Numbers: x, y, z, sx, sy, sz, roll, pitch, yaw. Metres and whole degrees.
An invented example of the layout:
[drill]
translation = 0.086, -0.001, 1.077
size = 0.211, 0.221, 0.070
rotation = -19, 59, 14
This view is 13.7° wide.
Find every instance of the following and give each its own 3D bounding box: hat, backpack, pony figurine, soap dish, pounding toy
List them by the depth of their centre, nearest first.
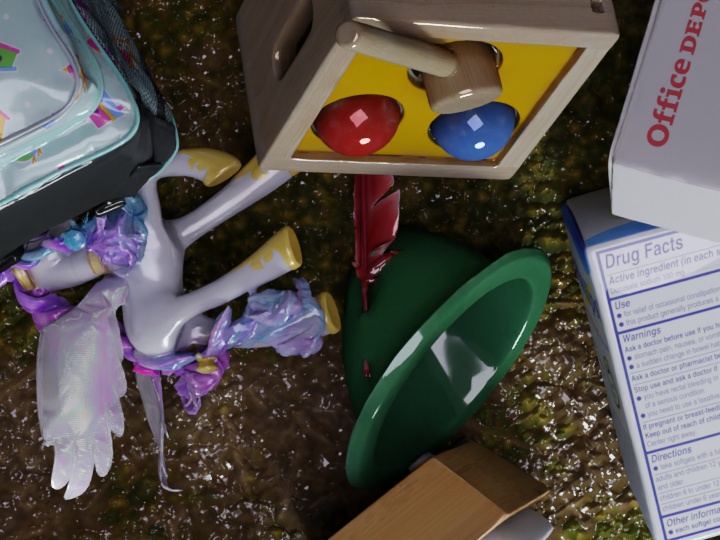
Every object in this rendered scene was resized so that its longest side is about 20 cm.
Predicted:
[pounding toy]
translation = 0.031, -0.126, 1.610
size = 0.184, 0.142, 0.200
rotation = 2, 151, -22
[backpack]
translation = -0.220, -0.119, 1.639
size = 0.176, 0.153, 0.200
rotation = -28, 69, 8
[pony figurine]
translation = -0.119, 0.025, 1.717
size = 0.200, 0.167, 0.193
rotation = -17, 79, 15
[soap dish]
translation = 0.029, 0.171, 1.750
size = 0.157, 0.200, 0.081
rotation = -40, 83, 8
[hat]
translation = 0.000, 0.000, 1.765
size = 0.176, 0.166, 0.200
rotation = 39, 82, 20

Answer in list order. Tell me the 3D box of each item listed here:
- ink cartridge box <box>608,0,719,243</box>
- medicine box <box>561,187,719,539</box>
[ink cartridge box]
translation = 0.251, -0.083, 1.663
size = 0.200, 0.084, 0.145
rotation = 15, 71, 10
[medicine box]
translation = 0.233, 0.039, 1.769
size = 0.182, 0.103, 0.200
rotation = -15, 107, -1
